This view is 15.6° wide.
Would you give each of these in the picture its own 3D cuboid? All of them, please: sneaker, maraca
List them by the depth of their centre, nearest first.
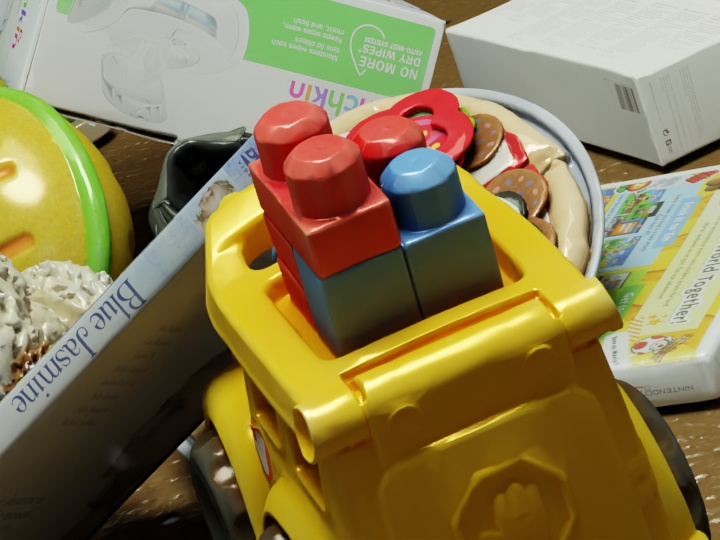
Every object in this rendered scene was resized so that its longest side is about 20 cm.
[{"bbox_3d":[-0.060,-0.032,1.196,0.067,0.091,0.200,-47,26,-8],"label":"sneaker"},{"bbox_3d":[-0.176,-0.023,1.220,0.107,0.138,0.200,4,21,-43],"label":"maraca"}]

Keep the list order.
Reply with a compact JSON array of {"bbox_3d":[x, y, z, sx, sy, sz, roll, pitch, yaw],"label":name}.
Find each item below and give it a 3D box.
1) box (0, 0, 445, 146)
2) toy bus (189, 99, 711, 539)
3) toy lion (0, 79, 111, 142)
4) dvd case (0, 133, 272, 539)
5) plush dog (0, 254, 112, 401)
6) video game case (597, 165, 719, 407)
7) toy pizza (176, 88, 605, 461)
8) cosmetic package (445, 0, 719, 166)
[{"bbox_3d":[-0.083,-0.118,1.335,0.199,0.097,0.176,14,9,-19],"label":"box"},{"bbox_3d":[0.007,0.024,0.826,0.135,0.193,0.200,-24,28,-10],"label":"toy bus"},{"bbox_3d":[-0.255,-0.096,1.637,0.191,0.069,0.200,-26,19,1],"label":"toy lion"},{"bbox_3d":[-0.068,0.029,0.936,0.200,0.018,0.143,-46,-17,12],"label":"dvd case"},{"bbox_3d":[-0.183,0.033,1.036,0.161,0.199,0.172,-64,9,-18],"label":"plush dog"},{"bbox_3d":[0.084,0.010,1.069,0.181,0.023,0.200,-9,20,27],"label":"video game case"},{"bbox_3d":[0.000,0.000,1.028,0.199,0.032,0.201,-18,45,19],"label":"toy pizza"},{"bbox_3d":[0.125,-0.101,1.291,0.082,0.051,0.200,-27,21,-17],"label":"cosmetic package"}]
